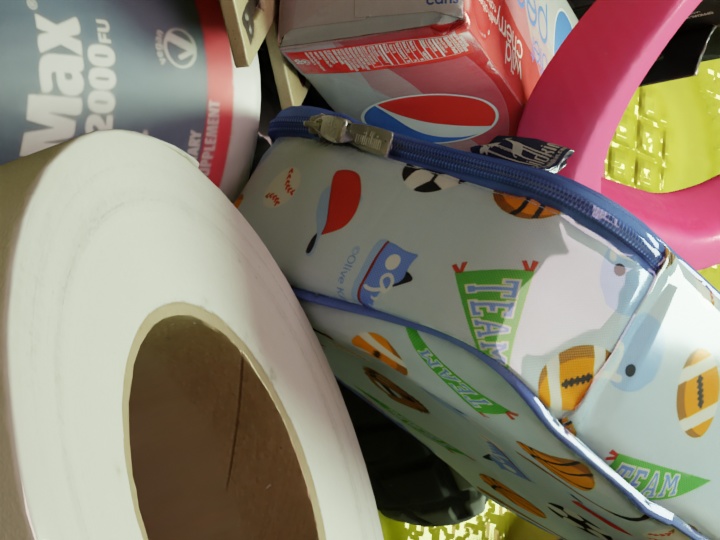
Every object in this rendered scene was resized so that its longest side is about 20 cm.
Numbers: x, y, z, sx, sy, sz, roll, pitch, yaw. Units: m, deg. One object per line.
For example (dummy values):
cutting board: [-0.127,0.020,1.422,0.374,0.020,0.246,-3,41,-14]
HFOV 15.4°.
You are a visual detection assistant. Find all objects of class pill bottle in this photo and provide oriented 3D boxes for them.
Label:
pill bottle: [-0.140,-0.054,0.797,0.199,0.119,0.120,1,80,-41]

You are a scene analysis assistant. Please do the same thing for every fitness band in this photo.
fitness band: [0.129,-0.060,0.912,0.037,0.144,0.200,48,17,26]

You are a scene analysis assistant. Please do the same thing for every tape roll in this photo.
tape roll: [-0.093,0.079,0.698,0.203,0.138,0.204,50,30,-44]

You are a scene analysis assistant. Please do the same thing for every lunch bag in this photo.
lunch bag: [0.047,0.023,0.819,0.200,0.160,0.076,42,74,-42]

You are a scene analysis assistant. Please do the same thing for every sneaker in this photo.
sneaker: [0.000,0.000,0.940,0.201,0.075,0.079,62,36,-22]

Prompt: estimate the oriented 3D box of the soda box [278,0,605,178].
soda box: [0.033,-0.073,0.900,0.200,0.063,0.070,45,43,-66]

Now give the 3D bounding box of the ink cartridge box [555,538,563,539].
ink cartridge box: [0.090,0.168,0.981,0.199,0.076,0.137,-15,90,-44]

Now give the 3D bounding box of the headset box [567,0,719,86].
headset box: [0.114,-0.164,1.019,0.075,0.148,0.201,20,69,-47]

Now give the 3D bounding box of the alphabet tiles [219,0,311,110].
alphabet tiles: [-0.025,-0.154,0.850,0.200,0.006,0.167,-70,152,-57]
